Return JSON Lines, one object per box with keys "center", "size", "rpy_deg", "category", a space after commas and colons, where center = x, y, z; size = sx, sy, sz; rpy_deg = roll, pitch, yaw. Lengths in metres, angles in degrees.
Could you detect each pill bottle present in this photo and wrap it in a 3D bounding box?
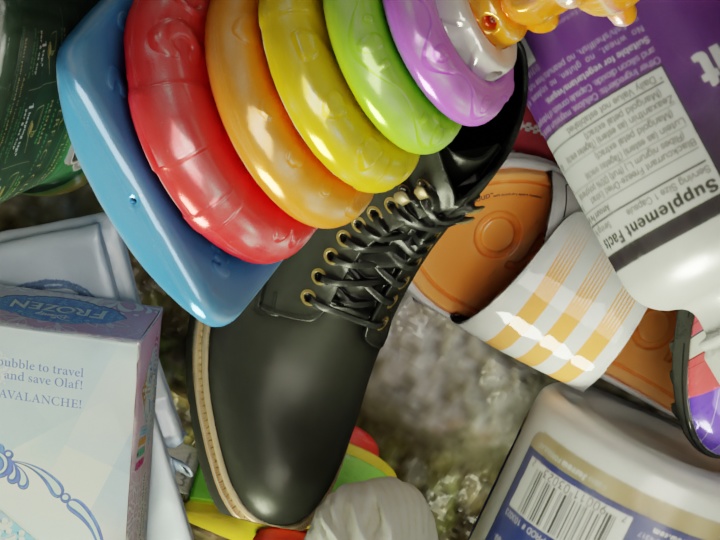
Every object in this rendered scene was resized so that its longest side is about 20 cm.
{"center": [0.086, 0.159, 0.930], "size": [0.111, 0.111, 0.200], "rpy_deg": [22, 100, -17], "category": "pill bottle"}
{"center": [0.130, -0.054, 0.818], "size": [0.111, 0.111, 0.200], "rpy_deg": [-27, 86, -3], "category": "pill bottle"}

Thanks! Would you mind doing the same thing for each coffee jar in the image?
{"center": [-0.136, -0.073, 0.776], "size": [0.085, 0.200, 0.104], "rpy_deg": [22, 100, 7], "category": "coffee jar"}

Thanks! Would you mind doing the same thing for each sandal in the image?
{"center": [0.113, 0.017, 0.904], "size": [0.206, 0.059, 0.079], "rpy_deg": [25, 99, -21], "category": "sandal"}

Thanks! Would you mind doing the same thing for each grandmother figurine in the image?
{"center": [-0.016, 0.147, 0.870], "size": [0.121, 0.200, 0.061], "rpy_deg": [-28, 67, -33], "category": "grandmother figurine"}

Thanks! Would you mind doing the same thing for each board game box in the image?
{"center": [-0.184, 0.098, 0.853], "size": [0.200, 0.043, 0.199], "rpy_deg": [8, 112, 5], "category": "board game box"}

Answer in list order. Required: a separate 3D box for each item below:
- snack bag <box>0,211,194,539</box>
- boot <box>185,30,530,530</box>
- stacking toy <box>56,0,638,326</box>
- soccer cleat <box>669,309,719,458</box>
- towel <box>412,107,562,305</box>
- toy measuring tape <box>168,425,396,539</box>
{"center": [-0.158, 0.085, 0.879], "size": [0.188, 0.021, 0.200], "rpy_deg": [-12, 108, 12], "category": "snack bag"}
{"center": [0.000, 0.000, 0.820], "size": [0.077, 0.138, 0.200], "rpy_deg": [11, 82, -28], "category": "boot"}
{"center": [0.009, -0.075, 0.726], "size": [0.200, 0.110, 0.116], "rpy_deg": [-22, 107, 26], "category": "stacking toy"}
{"center": [0.190, -0.014, 0.885], "size": [0.068, 0.073, 0.200], "rpy_deg": [36, 75, -42], "category": "soccer cleat"}
{"center": [0.113, -0.066, 0.920], "size": [0.144, 0.022, 0.200], "rpy_deg": [13, 104, -17], "category": "towel"}
{"center": [-0.052, 0.082, 0.898], "size": [0.200, 0.074, 0.074], "rpy_deg": [25, 99, -17], "category": "toy measuring tape"}
